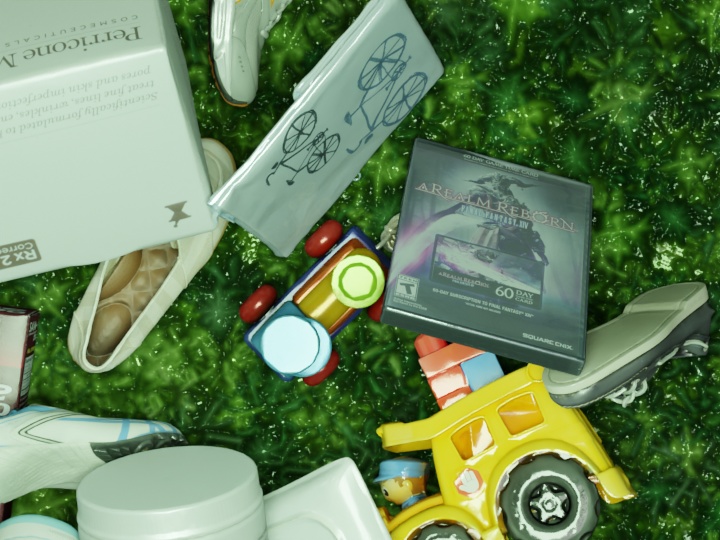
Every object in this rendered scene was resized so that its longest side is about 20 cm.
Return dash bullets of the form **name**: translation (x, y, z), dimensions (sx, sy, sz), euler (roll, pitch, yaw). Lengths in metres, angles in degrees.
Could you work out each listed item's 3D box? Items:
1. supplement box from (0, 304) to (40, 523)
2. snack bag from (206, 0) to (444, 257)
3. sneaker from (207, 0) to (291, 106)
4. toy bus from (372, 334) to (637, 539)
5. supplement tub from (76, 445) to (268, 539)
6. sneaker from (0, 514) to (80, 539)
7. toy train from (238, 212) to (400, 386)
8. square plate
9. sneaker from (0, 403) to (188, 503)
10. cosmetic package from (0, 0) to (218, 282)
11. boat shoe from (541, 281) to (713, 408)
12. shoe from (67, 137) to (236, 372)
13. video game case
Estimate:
- **supplement box**: translation (-0.308, 0.122, 1.287), dimensions (0.109, 0.061, 0.200), euler (8, 91, -4)
- **snack bag**: translation (-0.021, -0.100, 1.232), dimensions (0.021, 0.189, 0.200), euler (40, 90, 16)
- **sneaker**: translation (-0.065, -0.220, 1.280), dimensions (0.092, 0.076, 0.200), euler (4, 93, -7)
- **toy bus**: translation (0.076, 0.141, 1.279), dimensions (0.200, 0.136, 0.192), euler (-28, 80, 1)
- **supplement tub**: translation (-0.124, 0.237, 1.212), dimensions (0.132, 0.132, 0.200), euler (-6, 103, -2)
- **sneaker**: translation (-0.271, 0.266, 1.211), dimensions (0.079, 0.131, 0.200), euler (26, 133, -27)
- **toy train**: translation (0.000, 0.000, 1.268), dimensions (0.200, 0.116, 0.085), euler (-45, 94, 0)
- **square plate**: translation (-0.035, 0.254, 1.249), dimensions (0.200, 0.028, 0.198), euler (-29, 86, 42)
- **sneaker**: translation (-0.211, 0.126, 1.254), dimensions (0.073, 0.200, 0.072), euler (53, 124, 34)
- **cosmetic package**: translation (-0.204, -0.128, 1.186), dimensions (0.165, 0.200, 0.165), euler (-14, 134, -3)
- **boat shoe**: translation (0.202, 0.067, 1.257), dimensions (0.073, 0.200, 0.063), euler (-4, 106, 39)
- **shoe**: translation (-0.154, -0.009, 1.292), dimensions (0.070, 0.053, 0.200), euler (30, 91, -4)
- **video game case**: translation (0.095, -0.015, 1.248), dimensions (0.143, 0.200, 0.019), euler (15, 131, -3)
